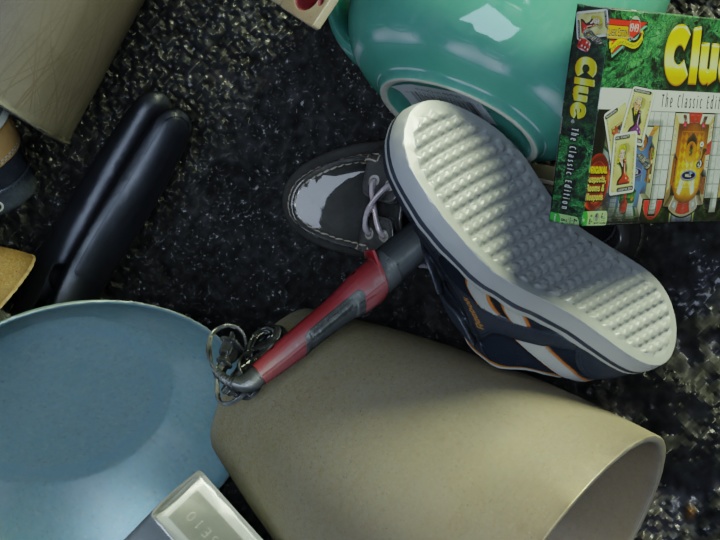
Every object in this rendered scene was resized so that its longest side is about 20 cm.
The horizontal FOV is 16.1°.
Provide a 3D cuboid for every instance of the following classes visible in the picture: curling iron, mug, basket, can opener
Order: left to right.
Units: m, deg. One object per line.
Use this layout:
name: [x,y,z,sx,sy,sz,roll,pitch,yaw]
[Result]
basket: [-0.160,-0.190,1.338,0.136,0.180,0.201,32,91,-31]
can opener: [-0.152,-0.007,1.403,0.063,0.078,0.201,30,98,45]
curling iron: [0.000,0.000,1.311,0.200,0.026,0.050,-38,44,-10]
mug: [0.065,-0.121,1.297,0.151,0.185,0.115,26,73,-10]

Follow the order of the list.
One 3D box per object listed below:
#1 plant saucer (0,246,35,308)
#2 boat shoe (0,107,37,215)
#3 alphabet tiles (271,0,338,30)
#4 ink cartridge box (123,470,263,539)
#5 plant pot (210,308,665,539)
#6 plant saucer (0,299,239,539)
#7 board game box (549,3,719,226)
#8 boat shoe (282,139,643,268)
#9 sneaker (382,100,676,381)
plant saucer: [-0.259,0.044,1.345,0.200,0.200,0.036,-37,102,11]
boat shoe: [-0.251,-0.038,1.377,0.199,0.075,0.062,-17,119,38]
alphabet tiles: [-0.009,-0.235,1.313,0.008,0.167,0.201,32,94,-40]
ink cartridge box: [-0.055,0.214,1.350,0.200,0.174,0.044,47,60,3]
plant pot: [0.026,0.111,1.329,0.199,0.187,0.188,34,100,20]
plant saucer: [-0.159,0.080,1.374,0.200,0.039,0.202,-11,133,-12]
board game box: [0.160,-0.076,1.271,0.023,0.199,0.106,9,98,35]
boat shoe: [0.052,-0.033,1.359,0.198,0.057,0.067,6,97,9]
sneaker: [0.067,-0.004,1.274,0.079,0.079,0.200,-19,130,43]
